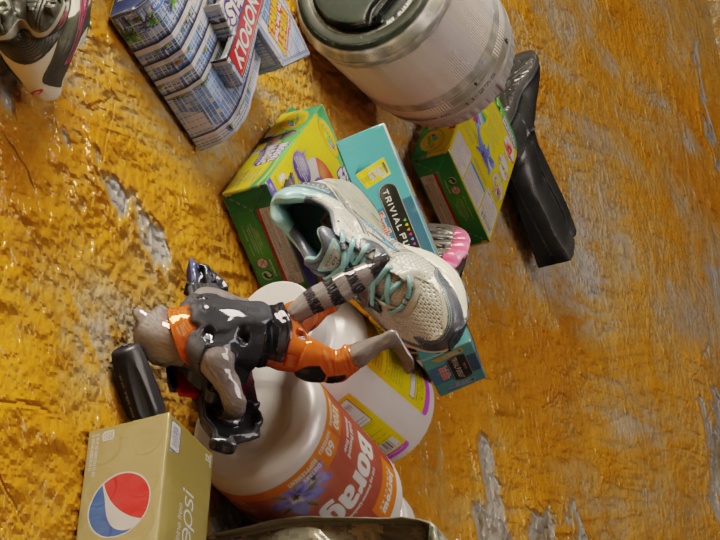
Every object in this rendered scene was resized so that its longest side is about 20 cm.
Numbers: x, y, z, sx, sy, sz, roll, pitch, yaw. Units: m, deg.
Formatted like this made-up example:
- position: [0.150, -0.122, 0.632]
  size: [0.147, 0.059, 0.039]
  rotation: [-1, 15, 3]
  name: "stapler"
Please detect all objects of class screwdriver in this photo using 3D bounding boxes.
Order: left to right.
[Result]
- position: [-0.134, 0.147, 1.538]
  size: [0.201, 0.029, 0.028]
  rotation: [68, 23, -6]
  name: "screwdriver"

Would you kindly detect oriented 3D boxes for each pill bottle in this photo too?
- position: [-0.036, 0.164, 1.660]
  size: [0.200, 0.111, 0.113]
  rotation: [50, 34, -46]
  name: "pill bottle"
- position: [-0.024, 0.081, 1.748]
  size: [0.200, 0.104, 0.105]
  rotation: [43, 39, -53]
  name: "pill bottle"

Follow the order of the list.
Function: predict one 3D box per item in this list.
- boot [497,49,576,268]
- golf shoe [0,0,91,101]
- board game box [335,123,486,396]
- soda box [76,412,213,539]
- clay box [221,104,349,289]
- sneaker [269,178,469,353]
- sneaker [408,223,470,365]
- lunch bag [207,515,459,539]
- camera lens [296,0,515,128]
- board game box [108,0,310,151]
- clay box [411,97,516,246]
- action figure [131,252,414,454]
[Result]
- position: [0.200, -0.127, 2.443]
  size: [0.201, 0.065, 0.165]
  rotation: [59, 38, -26]
  name: "boot"
- position: [-0.222, -0.212, 1.522]
  size: [0.088, 0.077, 0.201]
  rotation: [79, 17, -48]
  name: "golf shoe"
- position: [0.045, -0.007, 1.815]
  size: [0.151, 0.047, 0.201]
  rotation: [59, 9, -74]
  name: "board game box"
- position: [-0.148, 0.201, 1.430]
  size: [0.064, 0.067, 0.201]
  rotation: [51, 33, -46]
  name: "soda box"
- position: [-0.050, -0.061, 1.845]
  size: [0.116, 0.047, 0.200]
  rotation: [68, 25, -20]
  name: "clay box"
- position: [0.000, 0.000, 1.698]
  size: [0.200, 0.078, 0.086]
  rotation: [40, 22, 31]
  name: "sneaker"
- position: [0.061, 0.033, 2.044]
  size: [0.201, 0.078, 0.096]
  rotation: [-72, 163, -51]
  name: "sneaker"
- position: [0.005, 0.257, 1.588]
  size: [0.164, 0.199, 0.118]
  rotation: [49, 34, -49]
  name: "lunch bag"
- position: [0.044, -0.239, 2.023]
  size: [0.200, 0.159, 0.161]
  rotation: [36, 44, -57]
  name: "camera lens"
- position: [-0.116, -0.207, 1.758]
  size: [0.200, 0.061, 0.201]
  rotation: [56, 30, -39]
  name: "board game box"
- position: [0.112, -0.125, 2.244]
  size: [0.115, 0.047, 0.200]
  rotation: [64, 25, -26]
  name: "clay box"
- position: [-0.078, 0.030, 1.577]
  size: [0.201, 0.192, 0.105]
  rotation: [-115, -158, -45]
  name: "action figure"
